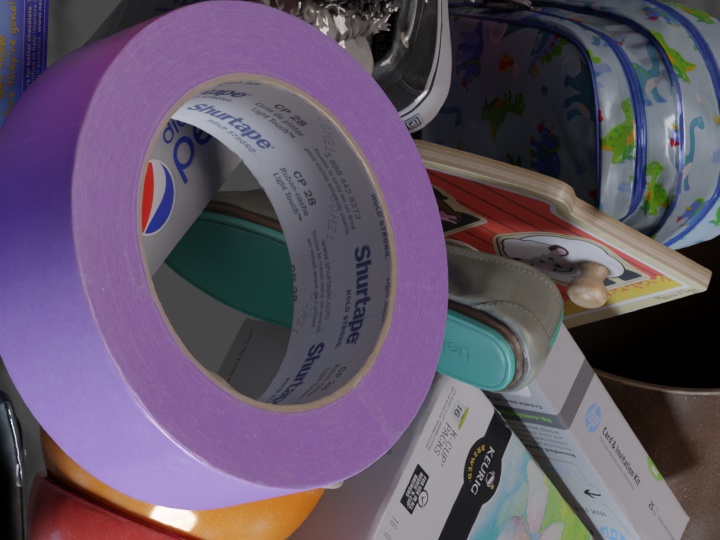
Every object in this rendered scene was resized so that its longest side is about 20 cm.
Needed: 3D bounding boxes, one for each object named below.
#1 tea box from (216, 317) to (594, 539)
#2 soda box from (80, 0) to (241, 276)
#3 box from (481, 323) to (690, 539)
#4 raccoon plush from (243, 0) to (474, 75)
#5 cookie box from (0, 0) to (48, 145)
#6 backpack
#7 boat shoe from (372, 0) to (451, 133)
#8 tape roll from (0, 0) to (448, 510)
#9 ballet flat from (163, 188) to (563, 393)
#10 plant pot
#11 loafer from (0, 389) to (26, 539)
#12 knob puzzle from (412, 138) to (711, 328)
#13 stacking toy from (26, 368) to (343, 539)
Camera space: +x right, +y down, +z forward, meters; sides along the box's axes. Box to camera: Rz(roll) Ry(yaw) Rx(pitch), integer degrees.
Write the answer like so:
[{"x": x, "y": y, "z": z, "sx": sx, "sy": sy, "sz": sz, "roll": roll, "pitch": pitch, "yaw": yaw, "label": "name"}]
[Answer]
[{"x": -0.005, "y": 0.164, "z": 1.378, "sx": 0.197, "sy": 0.133, "sz": 0.200, "roll": 52, "pitch": 56, "yaw": -46, "label": "tea box"}, {"x": -0.100, "y": -0.060, "z": 1.257, "sx": 0.200, "sy": 0.068, "sz": 0.064, "roll": -54, "pitch": 137, "yaw": -32, "label": "soda box"}, {"x": 0.062, "y": 0.075, "z": 1.434, "sx": 0.041, "sy": 0.156, "sz": 0.200, "roll": -60, "pitch": 138, "yaw": -25, "label": "box"}, {"x": -0.008, "y": -0.173, "z": 1.223, "sx": 0.097, "sy": 0.134, "sz": 0.201, "roll": 15, "pitch": 68, "yaw": -39, "label": "raccoon plush"}, {"x": -0.213, "y": -0.080, "z": 1.092, "sx": 0.200, "sy": 0.075, "sz": 0.172, "roll": -6, "pitch": 101, "yaw": -54, "label": "cookie box"}, {"x": 0.107, "y": -0.071, "z": 1.426, "sx": 0.154, "sy": 0.200, "sz": 0.164, "roll": -3, "pitch": 99, "yaw": -54, "label": "backpack"}, {"x": 0.002, "y": -0.162, "z": 1.328, "sx": 0.068, "sy": 0.073, "sz": 0.200, "roll": 57, "pitch": 31, "yaw": -56, "label": "boat shoe"}, {"x": -0.057, "y": -0.005, "z": 1.152, "sx": 0.200, "sy": 0.066, "sz": 0.201, "roll": 12, "pitch": 71, "yaw": -41, "label": "tape roll"}, {"x": 0.000, "y": 0.000, "z": 1.313, "sx": 0.068, "sy": 0.200, "sz": 0.064, "roll": 95, "pitch": 22, "yaw": -43, "label": "ballet flat"}, {"x": 0.158, "y": 0.100, "z": 1.577, "sx": 0.187, "sy": 0.187, "sz": 0.201, "roll": -33, "pitch": 137, "yaw": -46, "label": "plant pot"}, {"x": -0.169, "y": 0.140, "z": 1.201, "sx": 0.068, "sy": 0.070, "sz": 0.201, "roll": -21, "pitch": 114, "yaw": -52, "label": "loafer"}, {"x": 0.040, "y": -0.013, "z": 1.367, "sx": 0.220, "sy": 0.219, "sz": 0.031, "roll": 41, "pitch": 61, "yaw": -49, "label": "knob puzzle"}, {"x": -0.106, "y": 0.140, "z": 1.256, "sx": 0.146, "sy": 0.146, "sz": 0.200, "roll": 21, "pitch": 92, "yaw": -53, "label": "stacking toy"}]
